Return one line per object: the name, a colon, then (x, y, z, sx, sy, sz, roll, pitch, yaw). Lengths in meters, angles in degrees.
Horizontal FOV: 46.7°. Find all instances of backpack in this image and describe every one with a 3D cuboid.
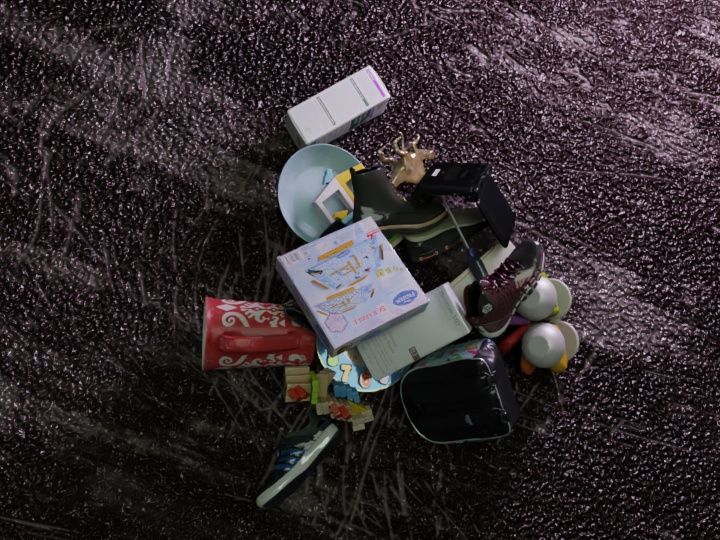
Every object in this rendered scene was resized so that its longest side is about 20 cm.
backpack: (0.180, 0.224, 1.540, 0.199, 0.151, 0.179, -17, 102, 25)

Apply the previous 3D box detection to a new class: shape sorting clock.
shape sorting clock: (0.013, 0.132, 1.601, 0.198, 0.039, 0.202, 2, 79, -8)

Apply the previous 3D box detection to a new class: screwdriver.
screwdriver: (0.200, -0.057, 1.577, 0.029, 0.028, 0.201, -25, 75, 19)

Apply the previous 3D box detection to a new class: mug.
mug: (-0.185, 0.131, 1.513, 0.198, 0.178, 0.134, 2, 121, -13)

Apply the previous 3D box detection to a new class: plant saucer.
plant saucer: (-0.072, -0.143, 1.626, 0.199, 0.039, 0.203, 3, 83, -24)

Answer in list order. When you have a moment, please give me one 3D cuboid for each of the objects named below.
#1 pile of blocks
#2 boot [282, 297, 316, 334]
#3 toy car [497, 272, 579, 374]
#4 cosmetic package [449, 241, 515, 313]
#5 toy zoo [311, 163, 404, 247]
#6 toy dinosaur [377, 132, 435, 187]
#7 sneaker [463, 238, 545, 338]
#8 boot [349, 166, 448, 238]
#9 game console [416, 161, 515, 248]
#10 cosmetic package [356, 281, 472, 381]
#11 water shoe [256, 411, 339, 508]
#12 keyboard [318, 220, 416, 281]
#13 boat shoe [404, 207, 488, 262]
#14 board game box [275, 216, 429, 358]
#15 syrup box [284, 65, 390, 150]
pile of blocks: (-0.052, 0.234, 1.530, 0.199, 0.062, 0.083, 25, 99, -20)
boot: (-0.085, 0.037, 1.524, 0.199, 0.070, 0.174, 31, 34, 21)
toy car: (0.329, 0.103, 1.612, 0.149, 0.175, 0.202, -12, 82, 28)
cosmetic package: (0.220, 0.032, 1.620, 0.200, 0.104, 0.073, -40, 85, -15)
toy zoo: (-0.006, -0.114, 1.619, 0.131, 0.020, 0.201, -41, 102, -24)
toy dinosaur: (0.084, -0.209, 1.637, 0.200, 0.058, 0.101, -45, 105, -29)
sneaker: (0.253, 0.019, 1.500, 0.115, 0.075, 0.201, 30, 87, -44)
boot: (0.074, -0.142, 1.587, 0.199, 0.077, 0.140, -15, 108, -27)
game console: (0.208, -0.131, 1.617, 0.174, 0.200, 0.117, 4, 111, 14)
cosmetic package: (0.095, 0.111, 1.527, 0.199, 0.074, 0.102, -30, 87, 13)
water shoe: (-0.127, 0.348, 1.534, 0.079, 0.072, 0.200, 40, 71, 23)
keyboard: (0.000, 0.000, 1.530, 0.200, 0.040, 0.104, 39, 55, 12)
boat shoe: (0.176, -0.075, 1.657, 0.200, 0.074, 0.064, -22, 122, -23)
board game box: (-0.015, 0.025, 1.460, 0.199, 0.041, 0.200, -24, 66, -22)
syrup box: (-0.046, -0.316, 1.656, 0.199, 0.079, 0.082, -31, 85, -13)
